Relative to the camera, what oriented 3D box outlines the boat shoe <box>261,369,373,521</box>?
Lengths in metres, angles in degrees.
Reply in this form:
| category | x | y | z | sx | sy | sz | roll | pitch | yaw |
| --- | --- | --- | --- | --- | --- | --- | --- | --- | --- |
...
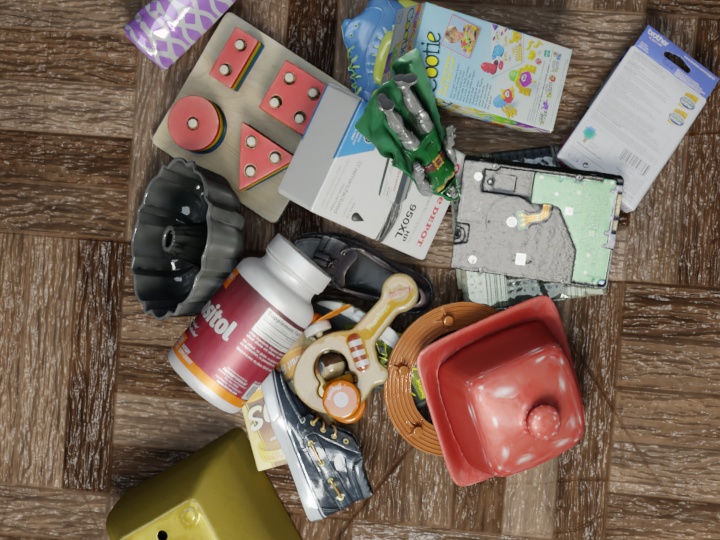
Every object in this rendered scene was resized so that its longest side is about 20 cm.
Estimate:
| category | x | y | z | sx | sy | sz | roll | pitch | yaw |
| --- | --- | --- | --- | --- | --- | --- | --- | --- | --- |
| boat shoe | -0.055 | 0.203 | 1.526 | 0.090 | 0.071 | 0.203 | -21 | 96 | 1 |

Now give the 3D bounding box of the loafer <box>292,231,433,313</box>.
| category | x | y | z | sx | sy | sz | roll | pitch | yaw |
| --- | --- | --- | --- | --- | --- | --- | --- | --- | --- |
| loafer | 0.000 | 0.000 | 1.569 | 0.197 | 0.063 | 0.073 | 21 | 93 | 5 |

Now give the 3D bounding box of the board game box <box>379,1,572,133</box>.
| category | x | y | z | sx | sy | sz | roll | pitch | yaw |
| --- | --- | --- | --- | --- | --- | --- | --- | --- | --- |
| board game box | 0.139 | -0.244 | 1.495 | 0.197 | 0.103 | 0.107 | 14 | 92 | -19 |

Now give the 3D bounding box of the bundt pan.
| category | x | y | z | sx | sy | sz | roll | pitch | yaw |
| --- | --- | --- | --- | --- | --- | --- | --- | --- | --- |
| bundt pan | -0.211 | -0.036 | 1.544 | 0.075 | 0.201 | 0.206 | 8 | 93 | -37 |

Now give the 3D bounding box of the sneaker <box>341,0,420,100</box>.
| category | x | y | z | sx | sy | sz | roll | pitch | yaw |
| --- | --- | --- | --- | --- | --- | --- | --- | --- | --- |
| sneaker | 0.009 | -0.258 | 1.560 | 0.104 | 0.076 | 0.202 | 26 | 87 | 7 |

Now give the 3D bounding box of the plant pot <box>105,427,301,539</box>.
| category | x | y | z | sx | sy | sz | roll | pitch | yaw |
| --- | --- | --- | --- | --- | --- | --- | --- | --- | --- |
| plant pot | -0.203 | 0.340 | 1.530 | 0.194 | 0.200 | 0.196 | -30 | 88 | 5 |

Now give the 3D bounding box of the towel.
| category | x | y | z | sx | sy | sz | roll | pitch | yaw |
| --- | --- | --- | --- | --- | --- | --- | --- | --- | --- |
| towel | 0.211 | -0.053 | 1.567 | 0.189 | 0.035 | 0.204 | -6 | 89 | 3 |

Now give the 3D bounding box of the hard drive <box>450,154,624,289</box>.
| category | x | y | z | sx | sy | sz | roll | pitch | yaw |
| --- | --- | --- | --- | --- | --- | --- | --- | --- | --- |
| hard drive | 0.216 | -0.060 | 1.513 | 0.196 | 0.038 | 0.142 | 7 | 107 | 6 |

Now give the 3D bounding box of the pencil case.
| category | x | y | z | sx | sy | sz | roll | pitch | yaw |
| --- | --- | --- | --- | --- | --- | --- | --- | --- | --- |
| pencil case | -0.216 | -0.352 | 1.576 | 0.200 | 0.084 | 0.086 | -44 | 52 | 3 |

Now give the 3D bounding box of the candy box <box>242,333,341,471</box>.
| category | x | y | z | sx | sy | sz | roll | pitch | yaw |
| --- | --- | --- | --- | --- | --- | --- | --- | --- | --- |
| candy box | -0.101 | 0.144 | 1.586 | 0.114 | 0.055 | 0.203 | -15 | 89 | 5 |

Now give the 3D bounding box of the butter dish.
| category | x | y | z | sx | sy | sz | roll | pitch | yaw |
| --- | --- | --- | --- | --- | --- | --- | --- | --- | --- |
| butter dish | 0.193 | 0.163 | 1.480 | 0.197 | 0.148 | 0.202 | -22 | 109 | -12 |

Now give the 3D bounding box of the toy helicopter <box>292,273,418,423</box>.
| category | x | y | z | sx | sy | sz | roll | pitch | yaw |
| --- | --- | --- | --- | --- | --- | --- | --- | --- | --- |
| toy helicopter | -0.008 | 0.080 | 1.496 | 0.132 | 0.079 | 0.201 | 40 | 86 | 12 |

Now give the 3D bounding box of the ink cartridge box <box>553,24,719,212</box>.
| category | x | y | z | sx | sy | sz | roll | pitch | yaw |
| --- | --- | --- | --- | --- | --- | --- | --- | --- | --- |
| ink cartridge box | 0.344 | -0.188 | 1.532 | 0.119 | 0.042 | 0.201 | 35 | 90 | -1 |

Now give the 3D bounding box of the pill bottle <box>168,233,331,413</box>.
| category | x | y | z | sx | sy | sz | roll | pitch | yaw |
| --- | --- | --- | --- | --- | --- | --- | --- | --- | --- |
| pill bottle | -0.129 | 0.060 | 1.469 | 0.113 | 0.113 | 0.201 | 39 | 91 | 4 |

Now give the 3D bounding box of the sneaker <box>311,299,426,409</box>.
| category | x | y | z | sx | sy | sz | roll | pitch | yaw |
| --- | --- | --- | --- | --- | --- | --- | --- | --- | --- |
| sneaker | 0.016 | 0.106 | 1.561 | 0.198 | 0.074 | 0.085 | 30 | 89 | 4 |

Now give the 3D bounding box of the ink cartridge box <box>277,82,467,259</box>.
| category | x | y | z | sx | sy | sz | roll | pitch | yaw |
| --- | --- | --- | --- | --- | --- | --- | --- | --- | --- |
| ink cartridge box | 0.020 | -0.117 | 1.497 | 0.084 | 0.198 | 0.146 | 31 | 97 | 49 |

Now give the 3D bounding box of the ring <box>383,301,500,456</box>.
| category | x | y | z | sx | sy | sz | roll | pitch | yaw |
| --- | --- | --- | --- | --- | --- | --- | --- | --- | --- |
| ring | 0.125 | 0.139 | 1.541 | 0.197 | 0.019 | 0.204 | -4 | 102 | -17 |

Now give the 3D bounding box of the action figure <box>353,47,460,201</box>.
| category | x | y | z | sx | sy | sz | roll | pitch | yaw |
| --- | --- | --- | --- | --- | --- | --- | --- | --- | --- |
| action figure | 0.074 | -0.146 | 1.432 | 0.118 | 0.200 | 0.054 | -49 | 49 | -11 |

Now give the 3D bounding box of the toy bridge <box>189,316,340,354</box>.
| category | x | y | z | sx | sy | sz | roll | pitch | yaw |
| --- | --- | --- | --- | --- | --- | --- | --- | --- | --- |
| toy bridge | -0.120 | 0.083 | 1.545 | 0.197 | 0.027 | 0.068 | 13 | 89 | 3 |

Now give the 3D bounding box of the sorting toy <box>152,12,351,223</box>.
| category | x | y | z | sx | sy | sz | roll | pitch | yaw |
| --- | --- | --- | --- | --- | --- | --- | --- | --- | --- |
| sorting toy | -0.143 | -0.198 | 1.576 | 0.198 | 0.070 | 0.200 | 33 | 94 | 4 |
